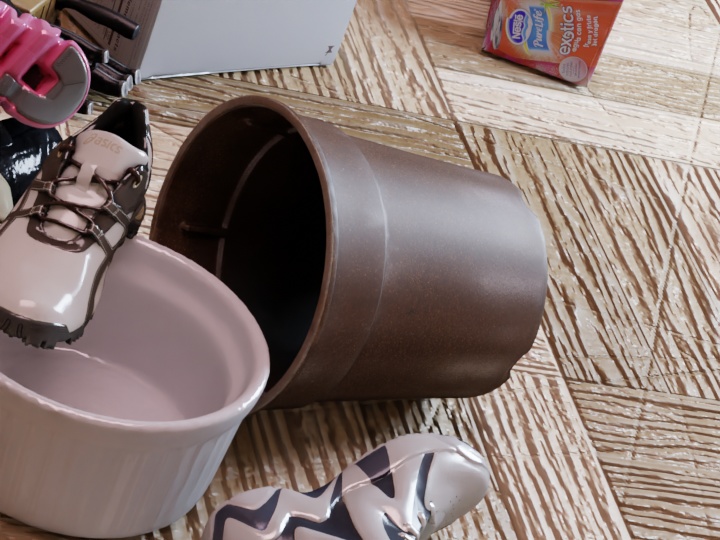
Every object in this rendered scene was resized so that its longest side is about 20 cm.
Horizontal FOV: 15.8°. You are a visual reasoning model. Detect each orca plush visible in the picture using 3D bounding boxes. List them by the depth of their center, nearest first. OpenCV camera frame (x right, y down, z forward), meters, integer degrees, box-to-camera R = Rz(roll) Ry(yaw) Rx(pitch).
[{"bbox_3d":[-0.269,-0.081,1.713,0.200,0.071,0.105,-5,40,-37],"label":"orca plush"}]

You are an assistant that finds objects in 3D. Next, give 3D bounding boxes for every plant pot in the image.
[{"bbox_3d":[0.000,0.000,1.651,0.198,0.201,0.200,6,33,-36],"label":"plant pot"}]

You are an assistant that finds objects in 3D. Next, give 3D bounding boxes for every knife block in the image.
[{"bbox_3d":[-0.256,-0.192,1.905,0.175,0.064,0.200,2,35,-30],"label":"knife block"}]

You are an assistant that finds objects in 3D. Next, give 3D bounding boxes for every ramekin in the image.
[{"bbox_3d":[-0.162,0.066,1.523,0.200,0.098,0.201,15,30,-9],"label":"ramekin"}]

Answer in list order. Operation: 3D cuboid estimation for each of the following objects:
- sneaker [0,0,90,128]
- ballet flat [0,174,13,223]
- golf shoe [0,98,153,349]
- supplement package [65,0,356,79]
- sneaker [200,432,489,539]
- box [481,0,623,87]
[{"bbox_3d":[-0.269,-0.175,1.728,0.200,0.079,0.095,47,-5,-19],"label":"sneaker"},{"bbox_3d":[-0.304,-0.024,1.609,0.200,0.070,0.069,-10,42,-31],"label":"ballet flat"},{"bbox_3d":[-0.169,-0.033,1.489,0.078,0.095,0.200,21,32,-2],"label":"golf shoe"},{"bbox_3d":[-0.102,-0.244,1.993,0.200,0.156,0.111,-9,42,-41],"label":"supplement package"},{"bbox_3d":[0.019,0.170,1.490,0.199,0.080,0.130,-8,43,-40],"label":"sneaker"},{"bbox_3d":[0.171,-0.253,2.234,0.099,0.096,0.200,19,31,-2],"label":"box"}]
